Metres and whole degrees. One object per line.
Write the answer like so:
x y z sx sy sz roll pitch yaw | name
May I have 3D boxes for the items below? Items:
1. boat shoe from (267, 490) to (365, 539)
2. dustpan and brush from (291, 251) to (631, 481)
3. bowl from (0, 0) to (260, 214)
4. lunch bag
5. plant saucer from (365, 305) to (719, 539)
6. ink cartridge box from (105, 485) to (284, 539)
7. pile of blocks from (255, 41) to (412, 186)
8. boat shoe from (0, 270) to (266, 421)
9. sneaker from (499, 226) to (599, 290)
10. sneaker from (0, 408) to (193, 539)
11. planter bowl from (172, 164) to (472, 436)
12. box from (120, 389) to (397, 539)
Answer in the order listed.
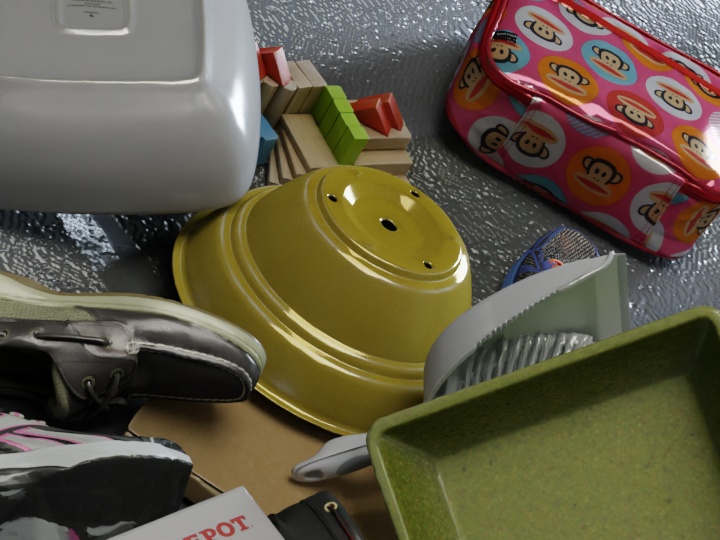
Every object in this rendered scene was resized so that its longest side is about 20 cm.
0.018 0.198 1.348 0.063 0.074 0.201 -32 68 -21 | boat shoe
0.056 0.072 1.447 0.199 0.140 0.057 -12 49 -1 | dustpan and brush
-0.154 -0.126 1.538 0.199 0.075 0.200 2 47 -8 | bowl
0.161 -0.112 1.778 0.200 0.082 0.176 29 35 -6 | lunch bag
0.127 0.144 1.400 0.048 0.199 0.200 38 33 -79 | plant saucer
-0.066 0.217 1.275 0.146 0.084 0.200 -19 61 -44 | ink cartridge box
-0.051 -0.100 1.633 0.199 0.062 0.082 16 42 -18 | pile of blocks
-0.152 0.049 1.402 0.200 0.072 0.066 12 56 -4 | boat shoe
0.126 0.032 1.594 0.075 0.079 0.200 27 32 -10 | sneaker
-0.178 0.096 1.337 0.200 0.080 0.086 4 36 -38 | sneaker
0.000 0.000 1.516 0.200 0.084 0.201 22 34 -16 | planter bowl
-0.017 0.102 1.475 0.200 0.021 0.164 33 38 2 | box
